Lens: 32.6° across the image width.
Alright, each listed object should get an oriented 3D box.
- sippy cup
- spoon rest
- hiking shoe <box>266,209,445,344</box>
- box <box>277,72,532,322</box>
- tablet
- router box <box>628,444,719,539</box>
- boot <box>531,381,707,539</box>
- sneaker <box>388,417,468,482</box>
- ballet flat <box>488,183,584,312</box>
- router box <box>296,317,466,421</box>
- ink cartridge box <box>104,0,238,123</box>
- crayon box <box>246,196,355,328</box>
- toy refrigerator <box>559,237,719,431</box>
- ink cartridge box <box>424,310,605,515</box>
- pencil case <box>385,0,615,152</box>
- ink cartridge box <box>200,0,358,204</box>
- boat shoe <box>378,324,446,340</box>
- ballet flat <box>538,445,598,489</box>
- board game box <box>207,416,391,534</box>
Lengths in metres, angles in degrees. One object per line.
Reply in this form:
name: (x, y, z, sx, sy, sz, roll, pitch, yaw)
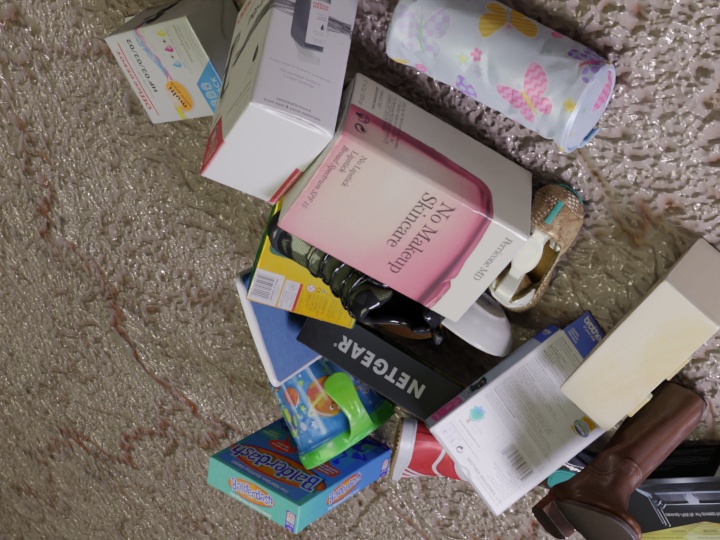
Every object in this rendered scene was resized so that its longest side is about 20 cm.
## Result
sippy cup: (-0.047, 0.160, 1.556, 0.178, 0.140, 0.130, -34, 88, 36)
spoon rest: (0.082, 0.023, 1.297, 0.200, 0.099, 0.061, 45, 111, 18)
hiking shoe: (0.000, 0.000, 1.191, 0.200, 0.101, 0.076, 24, 118, -4)
box: (0.043, -0.066, 1.143, 0.200, 0.109, 0.128, 28, 127, -13)
tablet: (-0.082, 0.048, 1.400, 0.014, 0.200, 0.130, -18, 94, 21)
router box: (0.369, 0.253, 1.252, 0.200, 0.052, 0.157, -12, 116, 47)
boot: (0.267, 0.174, 1.144, 0.064, 0.200, 0.186, 54, 165, -8)
sneaker: (0.095, 0.226, 1.513, 0.112, 0.071, 0.200, 9, 166, 2)
ballet flat: (0.157, -0.008, 1.206, 0.070, 0.065, 0.200, 33, 145, 12)
router box: (0.045, 0.116, 1.382, 0.200, 0.052, 0.157, 31, 180, 25)
ink cartridge box: (-0.202, -0.230, 1.357, 0.200, 0.068, 0.115, 0, 125, 47)
crayon box: (-0.034, -0.048, 1.262, 0.119, 0.058, 0.200, 16, 119, -8)
toy refrigerator: (0.271, 0.065, 1.136, 0.070, 0.076, 0.200, 42, 141, 8)
ink cartridge box: (0.179, 0.142, 1.258, 0.119, 0.200, 0.042, 53, 179, -11)
pencil case: (0.117, -0.178, 1.054, 0.200, 0.083, 0.091, 31, 137, 20)
ink cartridge box: (-0.071, -0.187, 1.135, 0.085, 0.200, 0.146, 21, 150, -17)
boat shoe: (0.019, 0.020, 1.393, 0.200, 0.070, 0.070, 30, -179, 25)
ballet flat: (0.199, 0.201, 1.338, 0.200, 0.073, 0.073, 21, 146, -8)
board game box: (-0.078, 0.256, 1.616, 0.152, 0.200, 0.045, 23, 118, 29)
